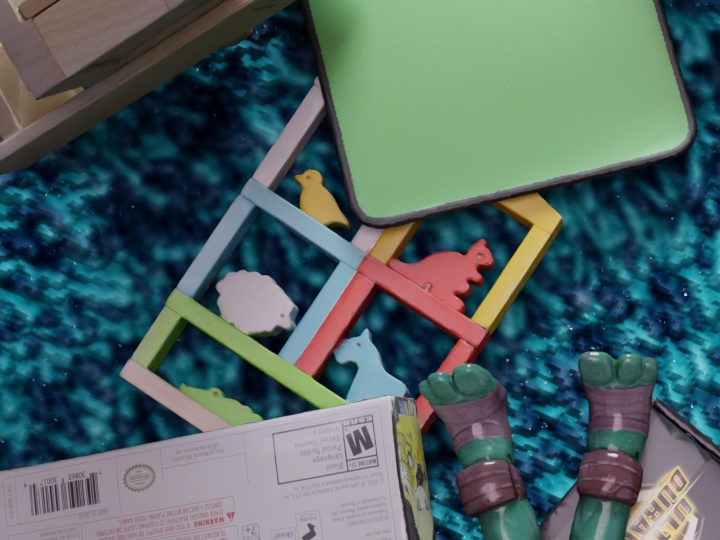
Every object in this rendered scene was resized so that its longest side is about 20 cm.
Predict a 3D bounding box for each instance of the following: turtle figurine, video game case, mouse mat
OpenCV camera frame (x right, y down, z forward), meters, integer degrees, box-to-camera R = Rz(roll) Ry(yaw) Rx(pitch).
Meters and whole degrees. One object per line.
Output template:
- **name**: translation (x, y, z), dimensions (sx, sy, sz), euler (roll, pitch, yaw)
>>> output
- **turtle figurine**: translation (0.078, 0.136, 0.974), dimensions (0.149, 0.101, 0.200), euler (1, 64, -7)
- **video game case**: translation (-0.058, 0.159, 1.033), dimensions (0.200, 0.036, 0.182), euler (-13, 78, 22)
- **mouse mat**: translation (0.053, -0.127, 1.101), dimensions (0.161, 0.008, 0.200), euler (-13, 73, -1)

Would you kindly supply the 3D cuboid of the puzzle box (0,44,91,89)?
- **puzzle box**: translation (-0.167, -0.181, 1.134), dimensions (0.133, 0.025, 0.201), euler (-3, 81, 6)

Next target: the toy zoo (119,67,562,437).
- **toy zoo**: translation (0.000, 0.000, 1.090), dimensions (0.131, 0.020, 0.200), euler (33, 85, 10)

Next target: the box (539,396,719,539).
- **box**: translation (0.120, 0.180, 1.035), dimensions (0.159, 0.046, 0.200), euler (41, 87, 11)

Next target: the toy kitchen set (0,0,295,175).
- **toy kitchen set**: translation (-0.135, -0.155, 1.026), dimensions (0.163, 0.200, 0.181), euler (-30, 90, 23)
